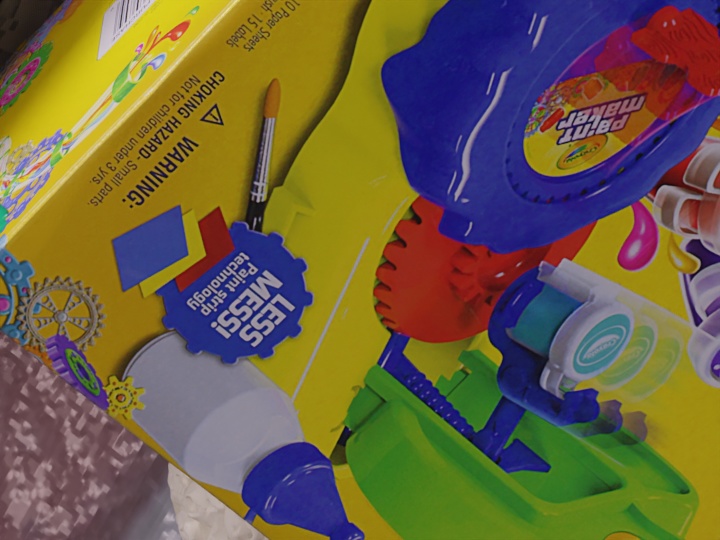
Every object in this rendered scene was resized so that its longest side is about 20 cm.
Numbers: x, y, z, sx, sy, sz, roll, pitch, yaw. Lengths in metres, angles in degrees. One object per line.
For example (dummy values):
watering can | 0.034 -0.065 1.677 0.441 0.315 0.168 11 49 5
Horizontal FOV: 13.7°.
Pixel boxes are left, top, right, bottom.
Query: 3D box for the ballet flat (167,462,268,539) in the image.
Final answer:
ballet flat | 0.000 0.000 0.792 0.072 0.072 0.200 41 105 23

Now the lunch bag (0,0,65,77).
lunch bag | -0.131 -0.059 0.804 0.200 0.168 0.140 -20 61 22

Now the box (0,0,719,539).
box | 0.055 -0.030 0.640 0.193 0.122 0.200 39 109 -19
